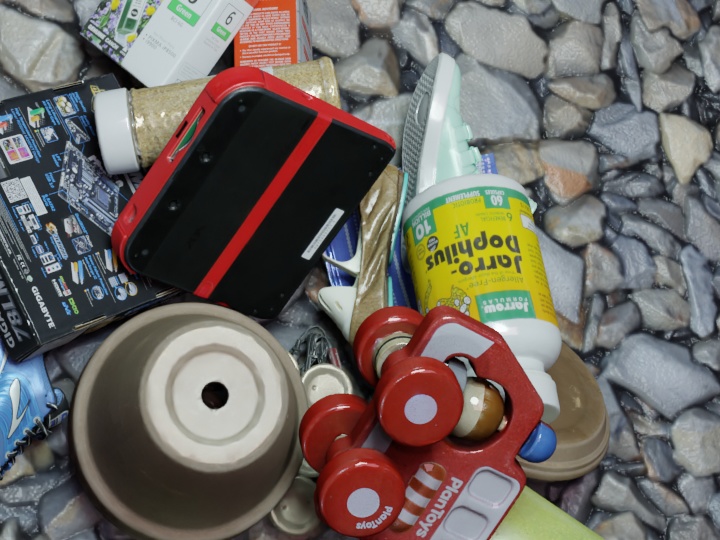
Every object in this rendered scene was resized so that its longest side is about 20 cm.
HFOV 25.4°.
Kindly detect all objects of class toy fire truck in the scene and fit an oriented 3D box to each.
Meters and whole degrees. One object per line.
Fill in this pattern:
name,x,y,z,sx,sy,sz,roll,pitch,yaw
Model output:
toy fire truck,0.057,0.132,1.214,0.167,0.112,0.201,27,105,-21

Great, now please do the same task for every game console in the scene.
game console,-0.089,-0.059,1.294,0.176,0.201,0.031,20,26,-38

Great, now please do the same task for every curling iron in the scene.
curling iron,-0.019,0.147,1.390,0.049,0.026,0.202,-15,81,-19

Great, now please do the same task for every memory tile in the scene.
memory tile,-0.112,0.131,1.349,0.198,0.017,0.155,16,74,-9

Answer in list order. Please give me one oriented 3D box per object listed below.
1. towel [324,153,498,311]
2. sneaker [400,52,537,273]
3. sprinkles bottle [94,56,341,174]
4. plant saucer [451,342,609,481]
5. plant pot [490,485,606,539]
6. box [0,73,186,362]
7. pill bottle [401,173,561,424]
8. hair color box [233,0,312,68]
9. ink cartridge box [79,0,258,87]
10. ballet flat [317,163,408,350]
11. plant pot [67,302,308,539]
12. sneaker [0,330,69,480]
towel,0.054,-0.029,1.469,0.198,0.024,0.146,-10,80,-24
sneaker,0.102,-0.092,1.454,0.117,0.074,0.203,5,85,-16
sprinkles bottle,-0.116,-0.128,1.309,0.198,0.068,0.069,-10,78,-3
plant saucer,0.135,0.101,1.403,0.198,0.030,0.201,18,36,-14
plant pot,0.123,0.261,1.339,0.184,0.201,0.200,41,65,7
box,-0.241,-0.049,1.310,0.198,0.050,0.201,-24,86,-49
pill bottle,0.104,0.032,1.320,0.112,0.113,0.202,0,63,-21
hair color box,-0.075,-0.152,1.404,0.061,0.102,0.202,-3,74,5
ink cartridge box,-0.141,-0.252,1.368,0.109,0.050,0.201,37,95,28
ballet flat,0.000,0.000,1.401,0.072,0.068,0.202,5,75,-1
plant pot,-0.128,0.111,1.250,0.198,0.175,0.202,3,76,-12
sneaker,-0.278,0.119,1.268,0.088,0.079,0.202,15,70,-14
